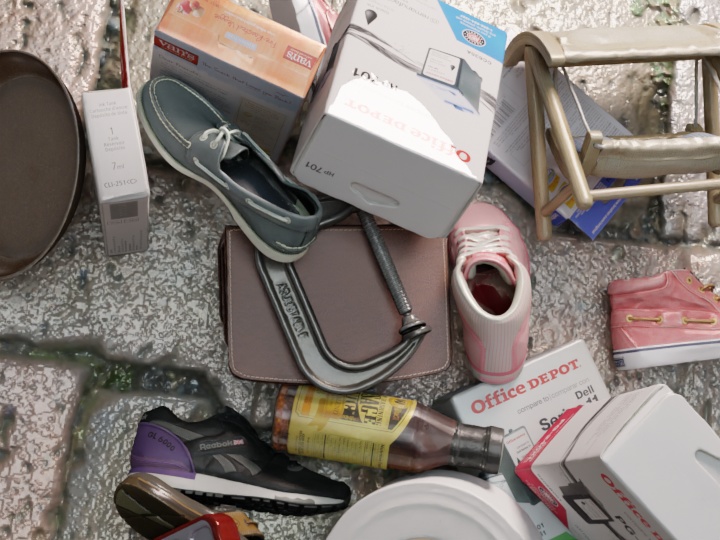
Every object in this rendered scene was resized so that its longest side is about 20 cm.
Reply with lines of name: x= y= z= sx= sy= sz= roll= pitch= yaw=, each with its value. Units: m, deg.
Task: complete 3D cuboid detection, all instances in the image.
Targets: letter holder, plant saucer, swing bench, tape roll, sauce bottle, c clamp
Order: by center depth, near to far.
tape roll: x=0.063 y=0.275 z=1.082 sx=0.202 sy=0.071 sz=0.203 roll=0 pitch=90 yaw=16
c clamp: x=0.000 y=0.000 z=1.088 sx=0.171 sy=0.027 sz=0.200 roll=-16 pitch=83 yaw=-13
sauce bottle: x=0.024 y=0.140 z=1.093 sx=0.200 sy=0.066 sz=0.066 roll=8 pitch=77 yaw=3
plant saucer: x=-0.304 y=-0.091 z=1.099 sx=0.032 sy=0.200 sz=0.200 roll=6 pitch=73 yaw=-54
letter holder: x=-0.026 y=0.036 z=1.144 sx=0.200 sy=0.101 sz=0.142 roll=-1 pitch=81 yaw=-10
swing bench: x=0.258 y=-0.144 z=1.178 sx=0.199 sy=0.130 sz=0.200 roll=-6 pitch=77 yaw=-13

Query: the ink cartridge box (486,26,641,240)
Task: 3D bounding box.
ink cartridge box: x=0.183 y=-0.131 z=1.245 sx=0.200 sy=0.042 sz=0.119 roll=40 pitch=73 yaw=2

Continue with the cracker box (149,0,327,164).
cracker box: x=-0.115 y=-0.165 z=1.115 sx=0.134 sy=0.200 sz=0.058 roll=25 pitch=73 yaw=-5

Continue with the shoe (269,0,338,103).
shoe: x=-0.015 y=-0.212 z=1.207 sx=0.091 sy=0.071 sz=0.200 roll=-21 pitch=85 yaw=-19

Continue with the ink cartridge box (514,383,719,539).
ink cartridge box: x=0.229 y=0.180 z=1.021 sx=0.083 sy=0.200 sz=0.145 roll=-43 pitch=89 yaw=-16

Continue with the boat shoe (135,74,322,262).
boat shoe: x=-0.106 y=-0.097 z=1.051 sx=0.200 sy=0.062 sz=0.073 roll=48 pitch=53 yaw=5

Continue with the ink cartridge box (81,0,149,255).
ink cartridge box: x=-0.215 y=-0.120 z=1.088 sx=0.045 sy=0.200 sz=0.176 roll=-8 pitch=80 yaw=-12

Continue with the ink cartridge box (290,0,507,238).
ink cartridge box: x=0.037 y=-0.146 z=1.082 sx=0.146 sy=0.086 sz=0.200 roll=23 pitch=47 yaw=-11

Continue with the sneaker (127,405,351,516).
sneaker: x=-0.102 y=0.165 z=1.118 sx=0.200 sy=0.076 sz=0.088 roll=10 pitch=71 yaw=-8

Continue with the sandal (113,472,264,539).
sandal: x=-0.125 y=0.231 z=1.087 sx=0.200 sy=0.082 sz=0.055 roll=40 pitch=40 yaw=-16

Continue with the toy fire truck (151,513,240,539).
toy fire truck: x=-0.157 y=0.304 z=1.034 sx=0.112 sy=0.200 sz=0.168 roll=7 pitch=60 yaw=-48

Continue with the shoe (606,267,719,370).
shoe: x=0.338 y=0.040 z=1.222 sx=0.200 sy=0.071 sz=0.091 roll=-7 pitch=86 yaw=-7

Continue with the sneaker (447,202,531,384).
sneaker: x=0.118 y=-0.006 z=1.141 sx=0.075 sy=0.105 sz=0.200 roll=-5 pitch=51 yaw=4

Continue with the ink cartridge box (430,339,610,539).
ink cartridge box: x=0.173 y=0.181 z=1.157 sx=0.146 sy=0.083 sz=0.200 roll=-23 pitch=83 yaw=-14
